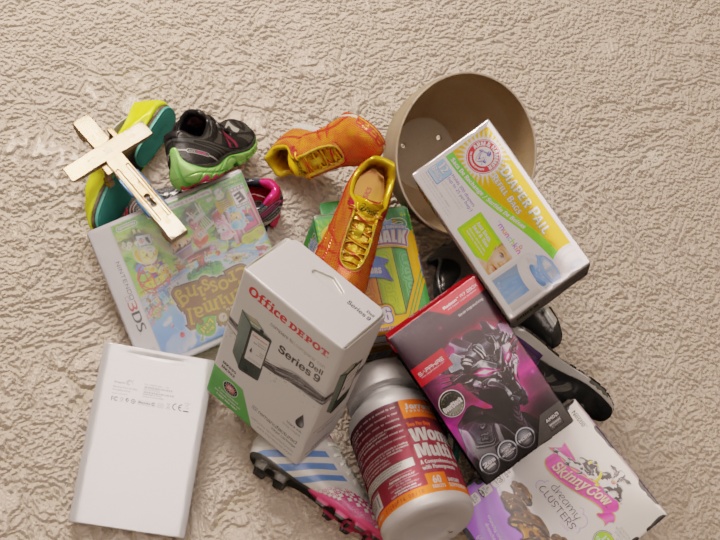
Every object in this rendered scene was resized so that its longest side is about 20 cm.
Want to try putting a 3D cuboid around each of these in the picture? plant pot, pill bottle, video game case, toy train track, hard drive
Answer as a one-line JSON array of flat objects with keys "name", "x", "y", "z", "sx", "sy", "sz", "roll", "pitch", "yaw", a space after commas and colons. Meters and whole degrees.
[{"name": "plant pot", "x": 0.106, "y": -0.148, "z": 1.351, "sx": 0.197, "sy": 0.134, "sz": 0.204, "roll": -3, "pitch": 97, "yaw": -24}, {"name": "pill bottle", "x": 0.048, "y": 0.207, "z": 1.205, "sx": 0.108, "sy": 0.110, "sz": 0.202, "roll": -9, "pitch": 51, "yaw": -15}, {"name": "video game case", "x": -0.200, "y": 0.002, "z": 1.258, "sx": 0.198, "sy": 0.022, "sz": 0.184, "roll": -23, "pitch": 92, "yaw": -9}, {"name": "toy train track", "x": -0.273, "y": -0.104, "z": 1.245, "sx": 0.114, "sy": 0.033, "sz": 0.200, "roll": -35, "pitch": 71, "yaw": -24}, {"name": "hard drive", "x": -0.247, "y": 0.193, "z": 1.203, "sx": 0.130, "sy": 0.026, "sz": 0.203, "roll": 10, "pitch": 76, "yaw": -8}]

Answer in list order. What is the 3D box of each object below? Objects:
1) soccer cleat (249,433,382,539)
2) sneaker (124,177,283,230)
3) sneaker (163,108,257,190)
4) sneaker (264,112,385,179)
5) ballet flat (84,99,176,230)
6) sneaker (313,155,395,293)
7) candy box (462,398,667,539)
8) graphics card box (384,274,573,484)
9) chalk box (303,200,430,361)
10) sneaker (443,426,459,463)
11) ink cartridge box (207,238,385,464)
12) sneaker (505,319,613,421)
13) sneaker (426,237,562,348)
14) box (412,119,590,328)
[{"name": "soccer cleat", "x": -0.033, "y": 0.238, "z": 1.222, "sx": 0.198, "sy": 0.070, "sz": 0.087, "roll": 32, "pitch": 67, "yaw": 2}, {"name": "sneaker", "x": -0.194, "y": -0.084, "z": 1.309, "sx": 0.197, "sy": 0.075, "sz": 0.082, "roll": -10, "pitch": 71, "yaw": -15}, {"name": "sneaker", "x": -0.182, "y": -0.162, "z": 1.290, "sx": 0.076, "sy": 0.200, "sz": 0.085, "roll": -15, "pitch": 105, "yaw": 16}, {"name": "sneaker", "x": -0.042, "y": -0.143, "z": 1.305, "sx": 0.073, "sy": 0.199, "sz": 0.077, "roll": 52, "pitch": 60, "yaw": -23}, {"name": "ballet flat", "x": -0.303, "y": -0.135, "z": 1.318, "sx": 0.066, "sy": 0.067, "sz": 0.202, "roll": 17, "pitch": 62, "yaw": 18}, {"name": "sneaker", "x": -0.010, "y": -0.042, "z": 1.198, "sx": 0.072, "sy": 0.077, "sz": 0.203, "roll": 16, "pitch": 67, "yaw": -8}, {"name": "candy box", "x": 0.224, "y": 0.277, "z": 1.228, "sx": 0.199, "sy": 0.072, "sz": 0.168, "roll": -39, "pitch": 80, "yaw": -1}, {"name": "graphics card box", "x": 0.132, "y": 0.121, "z": 1.183, "sx": 0.125, "sy": 0.051, "sz": 0.201, "roll": -34, "pitch": 89, "yaw": -4}, {"name": "chalk box", "x": 0.000, "y": 0.000, "z": 1.291, "sx": 0.123, "sy": 0.124, "sz": 0.203, "roll": -9, "pitch": 71, "yaw": -15}, {"name": "sneaker", "x": 0.131, "y": 0.166, "z": 1.286, "sx": 0.079, "sy": 0.077, "sz": 0.202, "roll": 24, "pitch": 66, "yaw": -12}, {"name": "ink cartridge box", "x": -0.076, "y": 0.089, "z": 1.160, "sx": 0.145, "sy": 0.202, "sz": 0.084, "roll": 36, "pitch": 42, "yaw": 16}, {"name": "sneaker", "x": 0.223, "y": 0.148, "z": 1.301, "sx": 0.199, "sy": 0.076, "sz": 0.088, "roll": 35, "pitch": 77, "yaw": -20}, {"name": "sneaker", "x": 0.157, "y": 0.044, "z": 1.344, "sx": 0.115, "sy": 0.075, "sz": 0.201, "roll": -34, "pitch": 69, "yaw": -16}, {"name": "box", "x": 0.159, "y": -0.052, "z": 1.199, "sx": 0.112, "sy": 0.101, "sz": 0.201, "roll": -35, "pitch": 78, "yaw": 4}]
